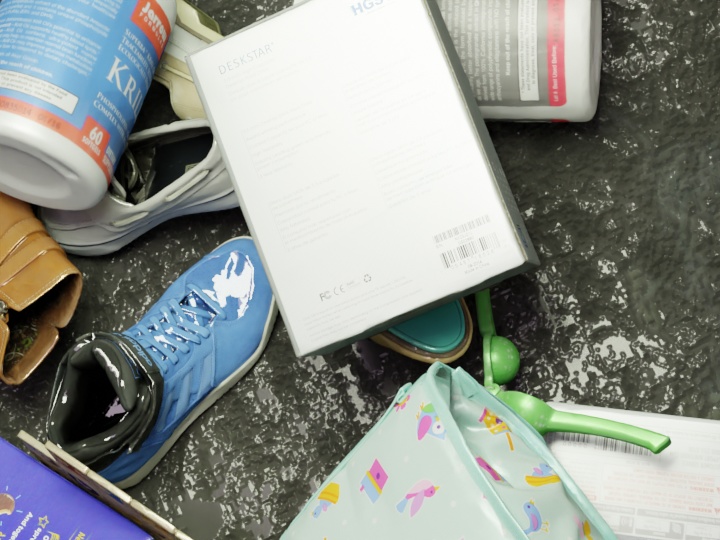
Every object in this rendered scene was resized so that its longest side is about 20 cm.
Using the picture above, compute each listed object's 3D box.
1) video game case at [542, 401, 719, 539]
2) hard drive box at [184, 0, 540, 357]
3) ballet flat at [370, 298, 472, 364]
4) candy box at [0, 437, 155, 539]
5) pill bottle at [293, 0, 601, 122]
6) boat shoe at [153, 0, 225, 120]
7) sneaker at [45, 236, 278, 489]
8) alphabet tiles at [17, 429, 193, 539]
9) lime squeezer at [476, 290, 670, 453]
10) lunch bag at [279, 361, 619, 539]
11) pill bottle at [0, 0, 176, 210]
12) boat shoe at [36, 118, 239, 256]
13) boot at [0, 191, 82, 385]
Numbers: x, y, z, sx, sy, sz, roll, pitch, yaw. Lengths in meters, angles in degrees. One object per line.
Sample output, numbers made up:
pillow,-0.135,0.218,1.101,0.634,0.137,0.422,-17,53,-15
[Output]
video game case,0.203,0.184,1.119,0.198,0.023,0.184,6,78,13
hard drive box,0.002,-0.068,1.097,0.155,0.077,0.202,-22,84,11
ballet flat,0.000,0.000,1.187,0.068,0.063,0.200,-36,65,-21
candy box,-0.242,0.203,1.133,0.199,0.077,0.170,28,75,24
pill bottle,0.059,-0.155,1.183,0.198,0.111,0.112,2,77,12
boat shoe,-0.099,-0.128,1.239,0.200,0.075,0.069,38,97,22
sneaker,-0.132,0.055,1.178,0.077,0.111,0.200,40,88,18
alphabet tiles,-0.128,0.170,1.123,0.199,0.167,0.006,31,73,17
lime squeezer,0.107,0.060,1.135,0.071,0.038,0.200,-46,56,11
lunch bag,0.057,0.180,1.076,0.200,0.121,0.171,51,117,22
pill bottle,-0.186,-0.151,1.164,0.111,0.112,0.202,13,68,15
boat shoe,-0.155,-0.060,1.207,0.198,0.066,0.073,-9,69,34
boot,-0.241,-0.034,1.210,0.155,0.076,0.201,33,96,42
